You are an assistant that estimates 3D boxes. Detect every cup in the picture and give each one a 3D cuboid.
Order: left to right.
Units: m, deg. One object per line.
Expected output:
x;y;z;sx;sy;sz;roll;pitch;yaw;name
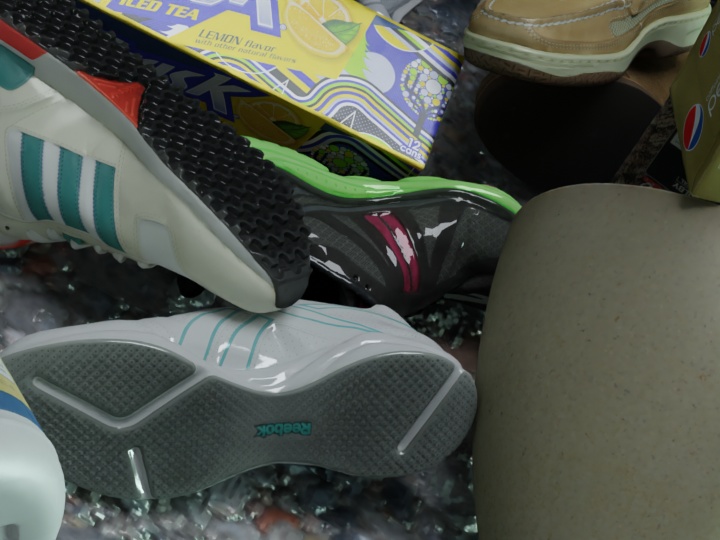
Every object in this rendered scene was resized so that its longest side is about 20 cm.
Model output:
0.125;0.080;1.130;0.200;0.200;0.144;29;67;-5;cup

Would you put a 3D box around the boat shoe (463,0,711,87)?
0.112;-0.138;1.303;0.071;0.076;0.200;23;23;22;boat shoe

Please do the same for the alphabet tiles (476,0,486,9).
0.130;-0.175;1.369;0.006;0.167;0.200;26;72;35;alphabet tiles

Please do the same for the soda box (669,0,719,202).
0.228;-0.053;1.096;0.199;0.064;0.068;13;41;-16;soda box

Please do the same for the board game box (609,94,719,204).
0.193;-0.017;1.233;0.159;0.200;0.097;36;50;4;board game box

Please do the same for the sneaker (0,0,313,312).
-0.108;-0.034;1.145;0.200;0.094;0.070;41;25;15;sneaker

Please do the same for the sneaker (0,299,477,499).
-0.057;0.047;1.120;0.199;0.071;0.080;2;23;-19;sneaker

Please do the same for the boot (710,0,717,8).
0.204;-0.205;1.558;0.164;0.066;0.200;21;36;-17;boot

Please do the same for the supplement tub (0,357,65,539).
-0.206;0.035;0.968;0.144;0.145;0.200;-9;55;-39;supplement tub

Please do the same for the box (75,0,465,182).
-0.059;-0.103;1.258;0.199;0.064;0.070;26;60;-8;box

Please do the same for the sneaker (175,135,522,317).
0.000;0.000;1.212;0.199;0.077;0.084;9;62;-22;sneaker

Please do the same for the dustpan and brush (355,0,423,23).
0.002;-0.145;1.345;0.139;0.057;0.201;-12;87;-3;dustpan and brush

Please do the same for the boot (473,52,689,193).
0.125;-0.081;1.370;0.200;0.074;0.076;8;42;-41;boot
